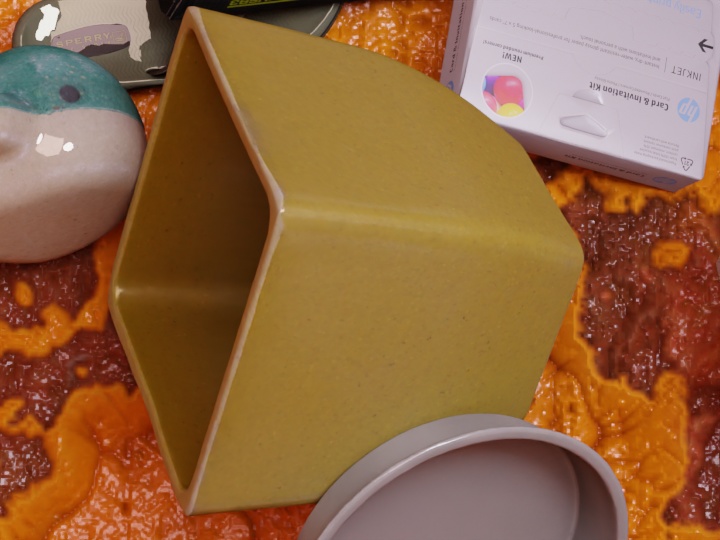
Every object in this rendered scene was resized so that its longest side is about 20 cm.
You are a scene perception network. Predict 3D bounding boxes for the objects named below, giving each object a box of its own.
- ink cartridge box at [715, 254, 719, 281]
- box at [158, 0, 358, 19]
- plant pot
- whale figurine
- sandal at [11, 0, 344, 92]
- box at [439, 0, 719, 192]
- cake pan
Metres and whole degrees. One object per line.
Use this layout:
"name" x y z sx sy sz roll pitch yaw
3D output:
"ink cartridge box" 0.291 0.052 1.539 0.144 0.147 0.201 -13 77 -4
"box" -0.042 -0.249 1.632 0.192 0.048 0.201 -8 73 -26
"plant pot" 0.000 0.000 1.507 0.199 0.195 0.196 4 34 -22
"whale figurine" -0.217 -0.064 1.565 0.199 0.159 0.104 -10 67 -19
"sandal" -0.100 -0.145 1.631 0.200 0.057 0.080 -17 77 -9
"box" 0.133 -0.161 1.623 0.155 0.041 0.201 14 75 -17
"cake pan" 0.045 0.156 1.504 0.200 0.201 0.037 -29 42 -7
